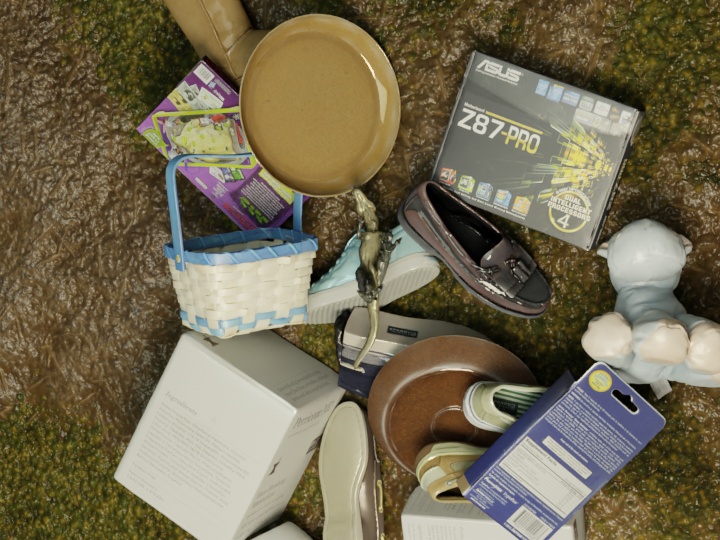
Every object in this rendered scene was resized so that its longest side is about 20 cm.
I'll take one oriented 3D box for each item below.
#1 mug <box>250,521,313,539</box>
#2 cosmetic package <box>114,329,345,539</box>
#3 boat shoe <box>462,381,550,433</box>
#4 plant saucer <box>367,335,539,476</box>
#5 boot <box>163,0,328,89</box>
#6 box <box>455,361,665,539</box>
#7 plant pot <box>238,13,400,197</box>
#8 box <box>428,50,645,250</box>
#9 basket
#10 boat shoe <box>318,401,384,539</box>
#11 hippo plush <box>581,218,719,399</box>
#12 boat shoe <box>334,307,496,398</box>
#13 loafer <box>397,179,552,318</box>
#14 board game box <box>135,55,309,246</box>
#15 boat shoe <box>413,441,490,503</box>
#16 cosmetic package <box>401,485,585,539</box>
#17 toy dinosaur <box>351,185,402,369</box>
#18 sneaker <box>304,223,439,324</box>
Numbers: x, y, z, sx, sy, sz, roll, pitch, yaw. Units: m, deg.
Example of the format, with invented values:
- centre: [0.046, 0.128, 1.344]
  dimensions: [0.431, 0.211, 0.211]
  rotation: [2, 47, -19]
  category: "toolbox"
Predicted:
- centre: [-0.100, 0.401, 1.748]
  dimensions: [0.200, 0.147, 0.177]
  rotation: [-34, 78, 52]
  category: "mug"
- centre: [-0.148, 0.184, 1.718]
  dimensions: [0.164, 0.165, 0.201]
  rotation: [32, 107, 14]
  category: "cosmetic package"
- centre: [0.206, 0.158, 1.583]
  dimensions: [0.198, 0.062, 0.073]
  rotation: [9, 82, -21]
  category: "boat shoe"
- centre: [0.105, 0.165, 1.644]
  dimensions: [0.198, 0.035, 0.202]
  rotation: [2, 119, 3]
  category: "plant saucer"
- centre: [-0.146, -0.311, 1.717]
  dimensions: [0.174, 0.066, 0.202]
  rotation: [-28, 85, 21]
  category: "boot"
- centre: [0.210, 0.189, 1.539]
  dimensions: [0.200, 0.032, 0.121]
  rotation: [-45, 116, 10]
  category: "box"
- centre: [-0.048, -0.183, 1.653]
  dimensions: [0.027, 0.198, 0.202]
  rotation: [6, 101, 62]
  category: "plant pot"
- centre: [0.190, -0.131, 1.618]
  dimensions: [0.198, 0.049, 0.163]
  rotation: [23, 101, 18]
  category: "box"
- centre: [-0.137, -0.033, 1.652]
  dimensions: [0.139, 0.175, 0.202]
  rotation: [17, 108, 52]
  category: "basket"
- centre: [-0.004, 0.255, 1.725]
  dimensions: [0.071, 0.059, 0.202]
  rotation: [-11, 75, 40]
  category: "boat shoe"
- centre: [0.319, 0.034, 1.546]
  dimensions: [0.158, 0.200, 0.163]
  rotation: [4, 73, 15]
  category: "hippo plush"
- centre: [0.064, 0.109, 1.690]
  dimensions: [0.198, 0.075, 0.093]
  rotation: [15, 128, 9]
  category: "boat shoe"
- centre: [0.130, -0.023, 1.623]
  dimensions: [0.199, 0.072, 0.063]
  rotation: [37, 145, 4]
  category: "loafer"
- centre: [-0.148, -0.137, 1.717]
  dimensions: [0.120, 0.032, 0.200]
  rotation: [-42, 103, 16]
  category: "board game box"
- centre: [0.159, 0.230, 1.607]
  dimensions: [0.198, 0.076, 0.072]
  rotation: [-2, 125, -16]
  category: "boat shoe"
- centre: [0.151, 0.305, 1.659]
  dimensions: [0.198, 0.074, 0.103]
  rotation: [1, 113, 19]
  category: "cosmetic package"
- centre: [0.013, 0.003, 1.613]
  dimensions: [0.047, 0.088, 0.202]
  rotation: [4, 80, -9]
  category: "toy dinosaur"
- centre: [0.000, 0.000, 1.703]
  dimensions: [0.199, 0.074, 0.083]
  rotation: [-22, 63, 23]
  category: "sneaker"
